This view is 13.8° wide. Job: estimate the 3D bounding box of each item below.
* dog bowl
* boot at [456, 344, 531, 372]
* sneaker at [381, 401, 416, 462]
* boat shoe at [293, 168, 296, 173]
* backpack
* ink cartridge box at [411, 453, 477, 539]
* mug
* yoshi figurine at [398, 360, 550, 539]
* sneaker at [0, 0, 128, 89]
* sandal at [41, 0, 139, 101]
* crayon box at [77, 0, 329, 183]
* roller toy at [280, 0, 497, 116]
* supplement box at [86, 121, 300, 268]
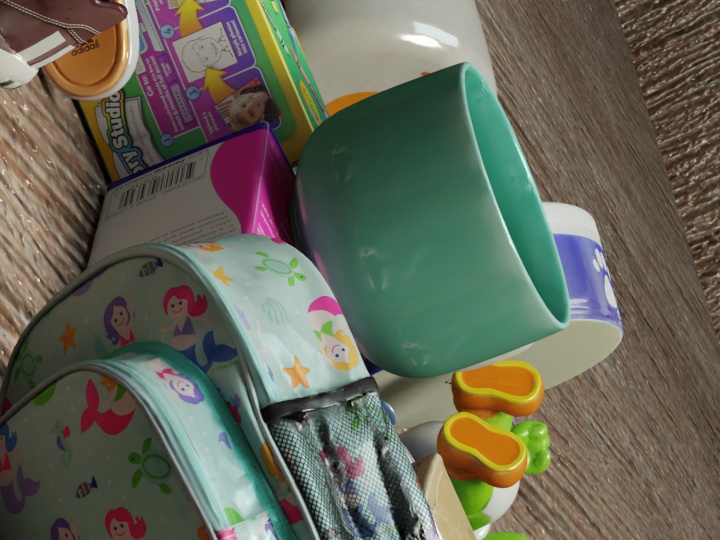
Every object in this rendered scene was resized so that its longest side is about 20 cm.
[{"bbox_3d":[0.062,0.031,1.873,0.200,0.199,0.079,34,38,-68],"label":"dog bowl"},{"bbox_3d":[0.000,0.000,1.713,0.144,0.199,0.073,45,54,-59],"label":"boot"},{"bbox_3d":[-0.003,0.111,1.764,0.082,0.074,0.200,-99,163,-51],"label":"sneaker"},{"bbox_3d":[-0.048,-0.034,1.826,0.200,0.075,0.061,37,28,-44],"label":"boat shoe"},{"bbox_3d":[-0.073,0.088,1.274,0.150,0.177,0.201,-3,67,-44],"label":"backpack"},{"bbox_3d":[0.000,0.210,1.399,0.075,0.164,0.201,-67,133,-74],"label":"ink cartridge box"},{"bbox_3d":[0.036,-0.015,1.581,0.185,0.114,0.153,46,26,-63],"label":"mug"},{"bbox_3d":[0.083,0.152,1.842,0.112,0.112,0.200,56,-28,33],"label":"yoshi figurine"},{"bbox_3d":[-0.168,-0.201,1.497,0.076,0.115,0.201,-1,70,-76],"label":"sneaker"},{"bbox_3d":[-0.168,-0.192,1.569,0.059,0.079,0.208,0,70,-79],"label":"sandal"},{"bbox_3d":[-0.106,-0.136,1.640,0.058,0.118,0.201,-39,107,-77],"label":"crayon box"},{"bbox_3d":[-0.012,-0.136,1.874,0.200,0.182,0.140,80,-1,-51],"label":"roller toy"},{"bbox_3d":[-0.078,0.021,1.536,0.200,0.101,0.104,-83,150,-64],"label":"supplement box"}]
